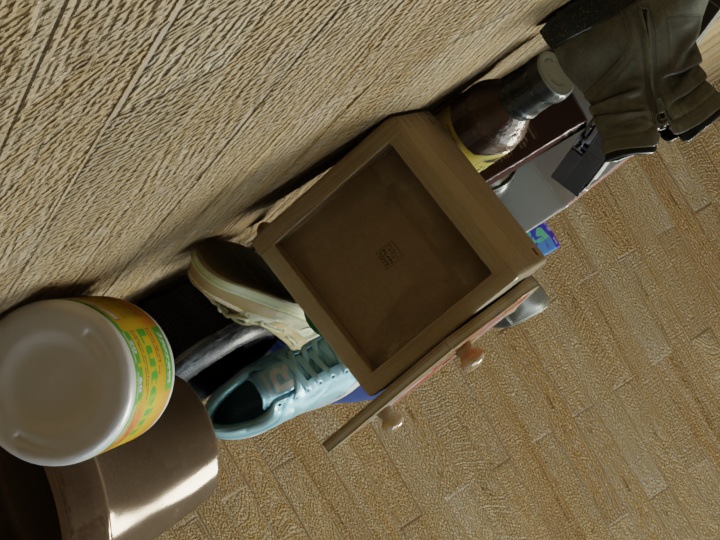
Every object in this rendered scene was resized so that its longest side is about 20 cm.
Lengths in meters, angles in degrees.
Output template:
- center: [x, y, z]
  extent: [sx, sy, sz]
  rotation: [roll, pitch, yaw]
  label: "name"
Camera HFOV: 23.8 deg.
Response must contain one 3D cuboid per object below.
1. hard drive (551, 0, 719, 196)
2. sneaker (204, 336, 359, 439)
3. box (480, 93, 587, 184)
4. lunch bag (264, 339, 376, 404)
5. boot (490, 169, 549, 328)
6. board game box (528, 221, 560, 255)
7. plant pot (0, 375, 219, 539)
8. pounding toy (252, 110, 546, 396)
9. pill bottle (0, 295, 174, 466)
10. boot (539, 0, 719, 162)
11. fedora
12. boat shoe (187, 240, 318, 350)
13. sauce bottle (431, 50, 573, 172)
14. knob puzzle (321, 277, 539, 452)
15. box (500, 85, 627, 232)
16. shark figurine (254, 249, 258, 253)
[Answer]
- center: [0.256, -0.170, 1.537]
  extent: [0.200, 0.038, 0.140]
  rotation: [-50, 174, -34]
  label: "hard drive"
- center: [-0.062, 0.103, 1.584]
  extent: [0.200, 0.074, 0.082]
  rotation: [-36, 174, 14]
  label: "sneaker"
- center: [0.102, -0.109, 1.529]
  extent: [0.199, 0.075, 0.100]
  rotation: [-33, 177, 8]
  label: "box"
- center: [-0.017, 0.046, 1.712]
  extent: [0.199, 0.136, 0.133]
  rotation: [-7, 146, -15]
  label: "lunch bag"
- center: [0.127, -0.027, 1.687]
  extent: [0.181, 0.200, 0.073]
  rotation: [-4, -141, 49]
  label: "boot"
- center: [0.124, -0.055, 1.906]
  extent: [0.045, 0.153, 0.200]
  rotation: [-33, 177, 41]
  label: "board game box"
- center: [-0.214, 0.161, 1.402]
  extent: [0.174, 0.201, 0.200]
  rotation: [-16, 170, -34]
  label: "plant pot"
- center: [0.014, -0.016, 1.376]
  extent: [0.200, 0.184, 0.142]
  rotation: [-40, 174, 20]
  label: "pounding toy"
- center: [-0.195, 0.074, 1.223]
  extent: [0.111, 0.111, 0.200]
  rotation: [-31, 177, 5]
  label: "pill bottle"
- center: [0.243, -0.170, 1.285]
  extent: [0.199, 0.131, 0.068]
  rotation: [-30, 178, -7]
  label: "boot"
- center: [-0.163, 0.065, 1.571]
  extent: [0.200, 0.092, 0.201]
  rotation: [-33, 171, -6]
  label: "fedora"
- center: [-0.087, 0.027, 1.439]
  extent: [0.063, 0.073, 0.200]
  rotation: [-48, 155, 12]
  label: "boat shoe"
- center: [0.092, -0.114, 1.398]
  extent: [0.065, 0.065, 0.200]
  rotation: [-28, 177, -45]
  label: "sauce bottle"
- center: [0.079, 0.071, 1.385]
  extent: [0.219, 0.031, 0.220]
  rotation: [-38, 174, -5]
  label: "knob puzzle"
- center: [0.191, -0.122, 1.712]
  extent: [0.152, 0.107, 0.200]
  rotation: [-37, 180, -18]
  label: "box"
- center: [0.022, -0.001, 1.615]
  extent: [0.128, 0.213, 0.090]
  rotation: [-45, 144, -48]
  label: "shark figurine"
